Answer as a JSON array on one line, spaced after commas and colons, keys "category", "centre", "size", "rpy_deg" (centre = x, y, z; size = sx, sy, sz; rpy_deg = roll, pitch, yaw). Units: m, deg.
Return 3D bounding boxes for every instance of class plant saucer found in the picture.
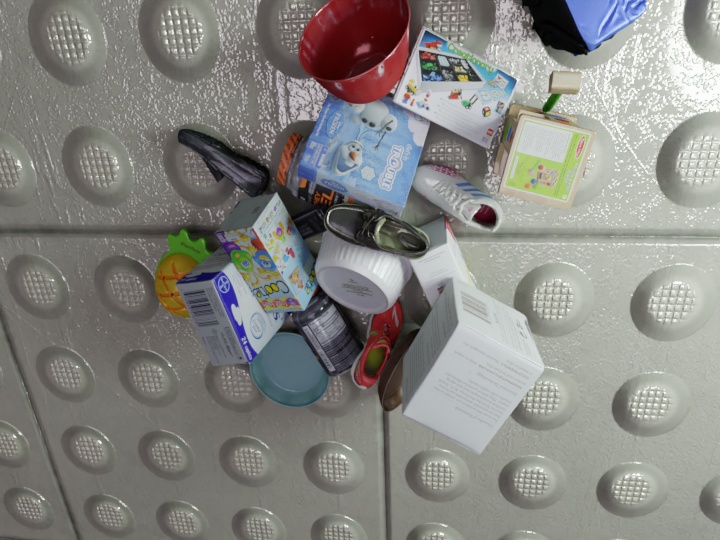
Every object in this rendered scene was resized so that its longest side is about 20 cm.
[{"category": "plant saucer", "centre": [-0.162, 0.226, 1.250], "size": [0.191, 0.036, 0.208], "rpy_deg": [3, 114, 8]}, {"category": "plant saucer", "centre": [0.096, 0.202, 1.130], "size": [0.034, 0.197, 0.206], "rpy_deg": [31, 119, 28]}]

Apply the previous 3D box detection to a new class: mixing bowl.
[{"category": "mixing bowl", "centre": [0.003, -0.359, 0.898], "size": [0.193, 0.207, 0.109], "rpy_deg": [-15, 149, 15]}]

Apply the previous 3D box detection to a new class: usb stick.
[{"category": "usb stick", "centre": [-0.113, -0.087, 1.048], "size": [0.056, 0.033, 0.197], "rpy_deg": [48, 149, -20]}]

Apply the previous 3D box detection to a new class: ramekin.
[{"category": "ramekin", "centre": [0.000, 0.000, 1.037], "size": [0.195, 0.096, 0.205], "rpy_deg": [19, 151, 11]}]

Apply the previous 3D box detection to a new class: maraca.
[{"category": "maraca", "centre": [-0.376, 0.011, 1.147], "size": [0.133, 0.108, 0.206], "rpy_deg": [21, 115, -1]}]

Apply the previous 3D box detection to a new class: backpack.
[{"category": "backpack", "centre": [0.332, -0.422, 0.796], "size": [0.164, 0.201, 0.166], "rpy_deg": [-28, 106, 9]}]

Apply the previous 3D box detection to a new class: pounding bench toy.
[{"category": "pounding bench toy", "centre": [0.312, -0.236, 0.903], "size": [0.119, 0.157, 0.207], "rpy_deg": [12, 116, 3]}]

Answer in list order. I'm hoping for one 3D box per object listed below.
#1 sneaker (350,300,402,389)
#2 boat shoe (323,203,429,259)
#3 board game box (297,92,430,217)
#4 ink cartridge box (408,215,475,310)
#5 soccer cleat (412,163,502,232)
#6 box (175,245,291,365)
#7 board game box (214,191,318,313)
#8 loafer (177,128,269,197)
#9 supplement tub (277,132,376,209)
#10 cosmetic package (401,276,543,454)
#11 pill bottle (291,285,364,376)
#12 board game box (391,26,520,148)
[{"category": "sneaker", "centre": [0.047, 0.150, 1.111], "size": [0.075, 0.085, 0.206], "rpy_deg": [24, 72, -9]}, {"category": "boat shoe", "centre": [0.030, -0.071, 0.924], "size": [0.194, 0.066, 0.074], "rpy_deg": [19, 87, 0]}, {"category": "board game box", "centre": [0.012, -0.223, 0.945], "size": [0.192, 0.206, 0.044], "rpy_deg": [20, 157, -3]}, {"category": "ink cartridge box", "centre": [0.171, 0.020, 1.046], "size": [0.081, 0.146, 0.205], "rpy_deg": [-21, 110, 16]}, {"category": "soccer cleat", "centre": [0.184, -0.138, 1.006], "size": [0.194, 0.087, 0.071], "rpy_deg": [26, 116, -3]}, {"category": "box", "centre": [-0.246, 0.056, 1.089], "size": [0.101, 0.201, 0.190], "rpy_deg": [-8, 114, 26]}, {"category": "board game box", "centre": [-0.172, -0.029, 1.032], "size": [0.100, 0.106, 0.204], "rpy_deg": [-6, 128, 31]}, {"category": "loafer", "centre": [-0.274, -0.209, 1.055], "size": [0.196, 0.068, 0.072], "rpy_deg": [29, 106, -9]}, {"category": "supplement tub", "centre": [-0.051, -0.176, 1.006], "size": [0.193, 0.123, 0.126], "rpy_deg": [21, 116, 0]}, {"category": "cosmetic package", "centre": [0.184, 0.161, 0.934], "size": [0.162, 0.169, 0.204], "rpy_deg": [26, 115, -6]}, {"category": "pill bottle", "centre": [-0.080, 0.115, 1.149], "size": [0.104, 0.107, 0.204], "rpy_deg": [-25, 108, 18]}, {"category": "board game box", "centre": [0.165, -0.316, 0.933], "size": [0.194, 0.035, 0.130], "rpy_deg": [22, 108, -13]}]
